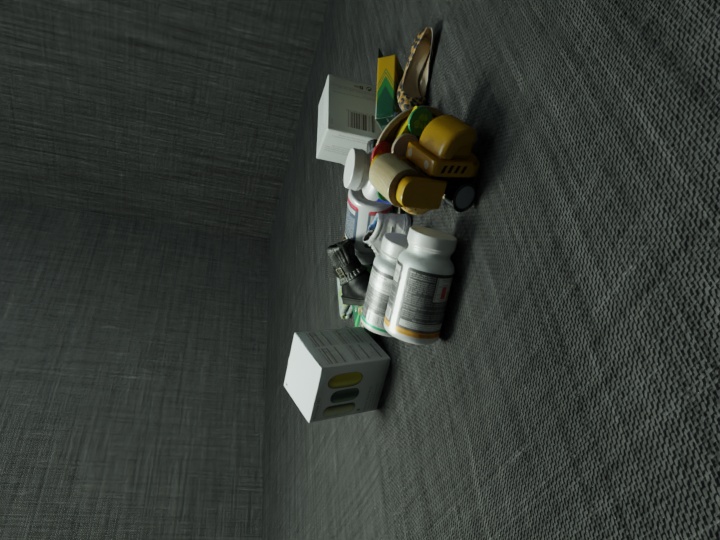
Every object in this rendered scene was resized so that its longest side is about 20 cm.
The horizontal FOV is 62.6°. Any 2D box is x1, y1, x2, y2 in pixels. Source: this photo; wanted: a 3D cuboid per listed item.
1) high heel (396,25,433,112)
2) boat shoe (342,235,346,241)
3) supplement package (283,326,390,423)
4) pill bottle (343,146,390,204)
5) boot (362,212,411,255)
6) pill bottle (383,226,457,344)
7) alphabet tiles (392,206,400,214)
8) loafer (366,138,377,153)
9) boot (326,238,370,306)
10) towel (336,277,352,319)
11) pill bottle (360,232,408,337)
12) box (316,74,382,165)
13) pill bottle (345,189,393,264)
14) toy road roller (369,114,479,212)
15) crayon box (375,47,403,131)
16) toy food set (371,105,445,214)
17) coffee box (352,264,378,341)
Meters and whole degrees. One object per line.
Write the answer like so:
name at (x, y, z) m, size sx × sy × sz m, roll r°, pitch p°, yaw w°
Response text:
high heel at (0.134, -0.459, 1.372) m, size 0.144 × 0.069 × 0.205 m, roll 112°, pitch 167°, yaw -55°
boat shoe at (-0.014, -0.073, 1.659) m, size 0.204 × 0.072 × 0.074 m, roll -68°, pitch 16°, yaw -15°
supplement package at (-0.059, 0.247, 1.433) m, size 0.150 × 0.195 × 0.156 m, roll 41°, pitch 124°, yaw 47°
pill bottle at (0.067, -0.198, 1.259) m, size 0.112 × 0.194 × 0.116 m, roll -172°, pitch 90°, yaw -74°
boot at (0.048, -0.069, 1.455) m, size 0.202 × 0.093 × 0.075 m, roll 114°, pitch 158°, yaw -45°
pill bottle at (0.117, 0.027, 1.129) m, size 0.117 × 0.113 × 0.206 m, roll -129°, pitch 49°, yaw -69°
alphabet tiles at (0.077, -0.219, 1.507) m, size 0.167 × 0.006 × 0.206 m, roll -131°, pitch 39°, yaw -71°
loafer at (0.021, -0.249, 1.592) m, size 0.072 × 0.070 × 0.207 m, roll -20°, pitch -66°, yaw -61°
boot at (-0.002, 0.001, 1.455) m, size 0.208 × 0.078 × 0.162 m, roll -4°, pitch 103°, yaw 51°
towel at (-0.030, 0.023, 1.785) m, size 0.202 × 0.047 × 0.175 m, roll 117°, pitch 156°, yaw -51°
pill bottle at (0.073, 0.030, 1.291) m, size 0.113 × 0.110 × 0.205 m, roll -119°, pitch 40°, yaw -65°
box at (-0.017, -0.413, 1.665) m, size 0.131 × 0.193 × 0.205 m, roll 125°, pitch 149°, yaw -56°
pill bottle at (0.019, -0.121, 1.523) m, size 0.122 × 0.116 × 0.203 m, roll -98°, pitch 12°, yaw -45°
toy road roller at (0.123, -0.198, 1.057) m, size 0.123 × 0.195 × 0.150 m, roll 47°, pitch 133°, yaw 48°
crayon box at (0.082, -0.439, 1.480) m, size 0.126 × 0.050 × 0.206 m, roll 40°, pitch -131°, yaw -63°
toy food set at (0.106, -0.217, 1.148) m, size 0.203 × 0.195 × 0.049 m, roll -57°, pitch 40°, yaw 13°
coffee box at (0.017, 0.097, 1.583) m, size 0.203 × 0.043 × 0.125 m, roll -99°, pitch 23°, yaw -47°
